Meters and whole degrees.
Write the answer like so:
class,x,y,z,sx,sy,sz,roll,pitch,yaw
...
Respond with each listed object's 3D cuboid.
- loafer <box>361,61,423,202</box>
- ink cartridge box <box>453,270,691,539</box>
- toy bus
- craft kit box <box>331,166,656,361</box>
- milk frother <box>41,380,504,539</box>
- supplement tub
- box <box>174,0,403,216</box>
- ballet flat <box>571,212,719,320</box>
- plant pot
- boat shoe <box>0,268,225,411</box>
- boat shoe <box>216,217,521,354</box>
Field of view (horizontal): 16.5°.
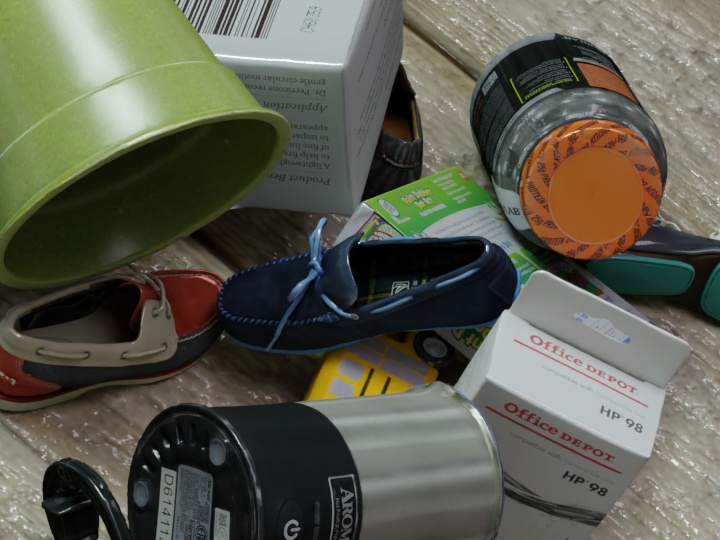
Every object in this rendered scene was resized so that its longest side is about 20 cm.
class,x,y,z,sx,sy,sz,roll,pitch,yaw
loafer,0.014,-0.131,1.824,0.073,0.072,0.200,5,47,-24
ink cartridge box,0.110,0.105,1.554,0.116,0.200,0.067,26,43,-4
toy bus,-0.002,0.102,1.596,0.078,0.065,0.200,26,42,-2
craft kit box,0.098,0.014,1.701,0.197,0.049,0.200,42,20,10
milk frother,-0.058,0.136,1.439,0.188,0.181,0.200,-1,27,-42
supplement tub,0.148,-0.087,1.772,0.122,0.123,0.200,19,18,-12
box,-0.083,-0.152,1.700,0.198,0.131,0.200,6,41,9
ballet flat,0.248,-0.007,1.840,0.200,0.073,0.073,12,45,-16
plant pot,-0.174,-0.120,1.521,0.200,0.200,0.190,-16,71,-39
boat shoe,-0.155,0.033,1.580,0.200,0.063,0.071,-18,58,-41
boat shoe,0.000,0.000,1.583,0.200,0.069,0.084,-12,55,13
